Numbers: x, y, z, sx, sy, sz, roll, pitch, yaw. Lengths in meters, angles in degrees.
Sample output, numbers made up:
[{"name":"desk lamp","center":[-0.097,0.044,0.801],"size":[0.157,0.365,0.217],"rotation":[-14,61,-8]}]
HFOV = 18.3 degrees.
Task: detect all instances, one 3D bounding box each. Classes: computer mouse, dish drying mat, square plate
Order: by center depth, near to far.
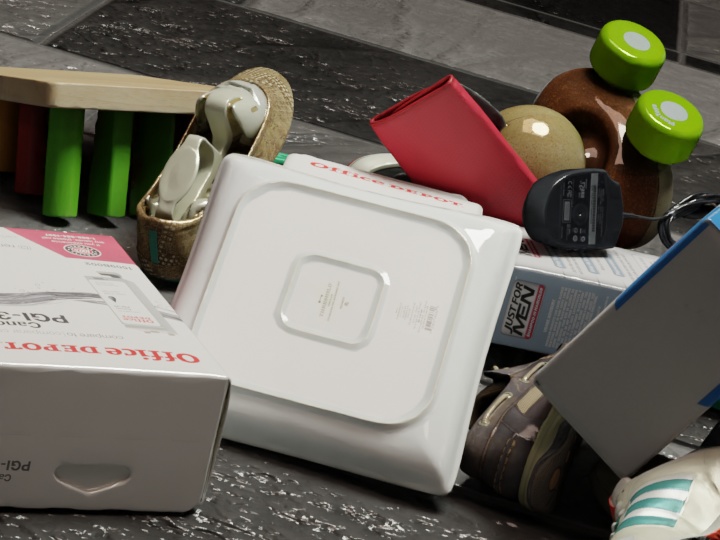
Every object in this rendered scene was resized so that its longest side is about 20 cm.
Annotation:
[{"name":"square plate","center":[-0.017,0.023,1.349],"size":[0.197,0.029,0.201],"rotation":[14,57,6]},{"name":"computer mouse","center":[0.189,-0.041,1.607],"size":[0.199,0.059,0.034],"rotation":[3,1,-38]},{"name":"dish drying mat","center":[0.093,-0.052,1.609],"size":[0.200,0.077,0.018],"rotation":[49,25,-27]}]

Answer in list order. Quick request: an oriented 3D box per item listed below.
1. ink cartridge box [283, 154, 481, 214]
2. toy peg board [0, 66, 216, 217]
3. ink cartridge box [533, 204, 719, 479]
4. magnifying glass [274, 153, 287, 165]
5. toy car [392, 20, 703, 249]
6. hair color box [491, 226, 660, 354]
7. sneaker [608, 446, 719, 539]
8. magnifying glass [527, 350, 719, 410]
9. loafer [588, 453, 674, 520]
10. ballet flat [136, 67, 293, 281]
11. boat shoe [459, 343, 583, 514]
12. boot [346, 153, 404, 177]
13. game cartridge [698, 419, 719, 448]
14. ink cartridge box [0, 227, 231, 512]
[{"name":"ink cartridge box","center":[0.000,0.000,1.508],"size":[0.145,0.085,0.200],"rotation":[15,17,1]},{"name":"toy peg board","center":[-0.202,-0.097,1.679],"size":[0.199,0.099,0.199],"rotation":[0,8,-40]},{"name":"ink cartridge box","center":[0.204,0.028,1.343],"size":[0.084,0.146,0.200],"rotation":[47,23,7]},{"name":"magnifying glass","center":[-0.109,-0.092,1.801],"size":[0.199,0.023,0.080],"rotation":[25,22,17]},{"name":"toy car","center":[0.125,-0.090,1.671],"size":[0.199,0.165,0.158],"rotation":[4,43,-25]},{"name":"hair color box","center":[0.182,0.026,1.583],"size":[0.199,0.061,0.099],"rotation":[12,18,-11]},{"name":"sneaker","center":[0.164,0.155,1.225],"size":[0.093,0.071,0.199],"rotation":[1,26,45]},{"name":"magnifying glass","center":[0.216,0.069,1.606],"size":[0.199,0.023,0.080],"rotation":[12,18,-4]},{"name":"loafer","center":[0.232,0.143,1.326],"size":[0.199,0.069,0.076],"rotation":[23,19,21]},{"name":"ballet flat","center":[-0.100,-0.083,1.562],"size":[0.070,0.065,0.201],"rotation":[10,54,17]},{"name":"boat shoe","center":[0.106,0.083,1.393],"size":[0.073,0.075,0.200],"rotation":[18,17,8]},{"name":"boot","center":[0.037,-0.068,1.795],"size":[0.199,0.073,0.144],"rotation":[11,16,-40]},{"name":"game cartridge","center":[0.268,0.067,1.384],"size":[0.041,0.133,0.200],"rotation":[37,-15,10]},{"name":"ink cartridge box","center":[-0.176,0.050,1.245],"size":[0.146,0.083,0.200],"rotation":[5,21,-29]}]
